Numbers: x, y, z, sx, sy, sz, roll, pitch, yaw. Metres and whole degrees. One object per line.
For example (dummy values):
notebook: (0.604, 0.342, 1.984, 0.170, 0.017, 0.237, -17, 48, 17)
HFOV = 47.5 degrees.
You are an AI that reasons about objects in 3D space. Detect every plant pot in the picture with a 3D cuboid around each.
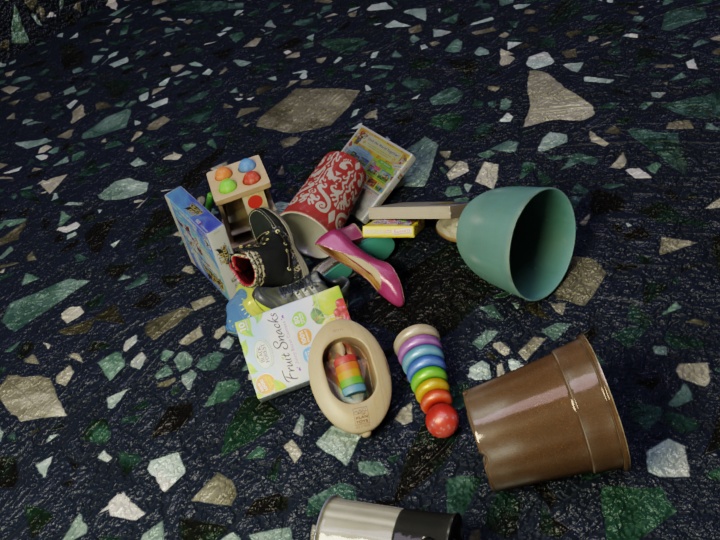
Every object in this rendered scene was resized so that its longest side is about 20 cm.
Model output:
plant pot: (0.274, -0.062, 1.507, 0.200, 0.203, 0.160, -39, 35, -27)
plant pot: (0.262, 0.219, 1.190, 0.195, 0.202, 0.202, -19, 39, 7)

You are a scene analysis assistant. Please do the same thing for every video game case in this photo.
video game case: (-0.315, -0.052, 1.672, 0.045, 0.183, 0.199, -32, 42, -20)
video game case: (0.007, -0.218, 1.836, 0.183, 0.023, 0.199, -52, 46, 0)

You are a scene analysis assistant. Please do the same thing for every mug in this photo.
mug: (-0.092, -0.148, 1.737, 0.175, 0.134, 0.202, 7, 52, 31)

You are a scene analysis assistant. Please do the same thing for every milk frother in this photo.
milk frother: (0.024, 0.370, 1.066, 0.185, 0.202, 0.182, 2, 45, 19)

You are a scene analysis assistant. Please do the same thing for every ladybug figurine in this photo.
ladybug figurine: (-0.018, 0.182, 1.361, 0.133, 0.072, 0.203, -10, 66, -10)

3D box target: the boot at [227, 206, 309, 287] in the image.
boot: (-0.197, -0.046, 1.591, 0.153, 0.074, 0.205, 1, 51, -52)

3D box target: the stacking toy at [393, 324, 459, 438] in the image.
stacking toy: (0.118, 0.188, 1.353, 0.084, 0.086, 0.202, -16, 46, -2)

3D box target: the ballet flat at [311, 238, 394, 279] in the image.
ballet flat: (-0.024, -0.021, 1.643, 0.199, 0.073, 0.072, -32, 43, -23)

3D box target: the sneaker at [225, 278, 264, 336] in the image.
sneaker: (-0.192, 0.108, 1.552, 0.105, 0.076, 0.201, -45, 51, 8)

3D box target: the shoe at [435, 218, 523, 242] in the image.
shoe: (0.244, -0.091, 1.652, 0.197, 0.054, 0.070, 8, 44, 25)

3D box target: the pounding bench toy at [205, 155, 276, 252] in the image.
pounding bench toy: (-0.287, -0.141, 1.787, 0.197, 0.158, 0.125, -20, 40, -7)

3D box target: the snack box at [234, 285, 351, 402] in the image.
snack box: (-0.106, 0.130, 1.447, 0.197, 0.053, 0.144, -19, 74, -6)

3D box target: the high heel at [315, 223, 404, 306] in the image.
high heel: (0.000, 0.000, 1.561, 0.095, 0.068, 0.201, -25, 74, -30)

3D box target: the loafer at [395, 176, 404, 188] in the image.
loafer: (0.026, -0.252, 1.897, 0.072, 0.064, 0.199, -35, 44, -25)

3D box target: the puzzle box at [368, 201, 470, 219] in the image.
puzzle box: (0.131, -0.123, 1.666, 0.197, 0.026, 0.132, 3, 9, 37)

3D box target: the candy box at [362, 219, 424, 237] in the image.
candy box: (0.069, -0.088, 1.640, 0.100, 0.027, 0.200, -2, 8, 10)

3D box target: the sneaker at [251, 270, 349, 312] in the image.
sneaker: (-0.107, 0.038, 1.524, 0.197, 0.082, 0.074, 1, 34, -29)
